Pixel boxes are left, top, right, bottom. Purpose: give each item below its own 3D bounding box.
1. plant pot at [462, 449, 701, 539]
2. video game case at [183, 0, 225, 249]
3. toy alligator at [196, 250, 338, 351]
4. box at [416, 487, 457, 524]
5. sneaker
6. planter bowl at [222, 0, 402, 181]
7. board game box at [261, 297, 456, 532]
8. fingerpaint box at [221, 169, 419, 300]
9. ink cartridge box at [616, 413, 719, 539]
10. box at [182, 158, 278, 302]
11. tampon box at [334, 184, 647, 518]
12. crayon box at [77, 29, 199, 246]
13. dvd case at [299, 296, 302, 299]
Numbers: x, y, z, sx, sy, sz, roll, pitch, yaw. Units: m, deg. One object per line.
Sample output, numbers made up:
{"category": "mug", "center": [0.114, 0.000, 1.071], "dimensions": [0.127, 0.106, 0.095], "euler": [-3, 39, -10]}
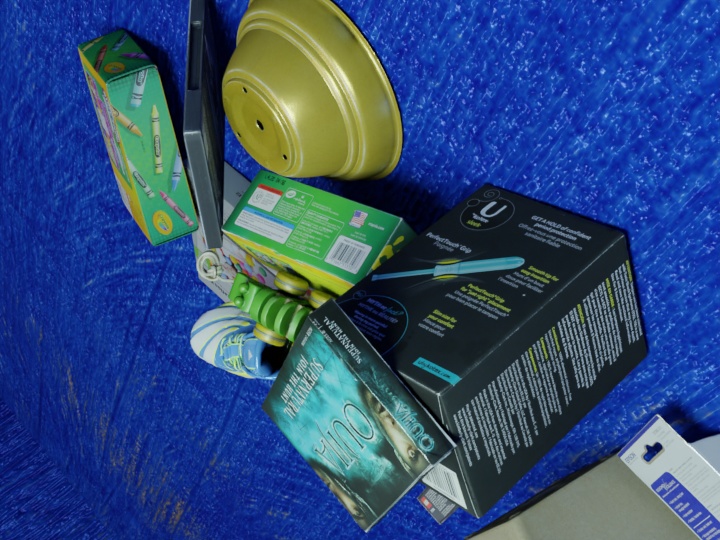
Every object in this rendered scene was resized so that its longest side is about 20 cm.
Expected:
{"category": "plant pot", "center": [0.197, 0.272, 1.115], "dimensions": [0.178, 0.199, 0.200], "euler": [60, 155, 9]}
{"category": "video game case", "center": [-0.142, -0.142, 1.191], "dimensions": [0.144, 0.019, 0.201], "euler": [86, 179, -48]}
{"category": "toy alligator", "center": [-0.080, 0.029, 1.115], "dimensions": [0.199, 0.060, 0.054], "euler": [27, -172, 27]}
{"category": "box", "center": [0.122, 0.156, 1.167], "dimensions": [0.035, 0.110, 0.200], "euler": [46, 154, 11]}
{"category": "sneaker", "center": [-0.095, 0.064, 1.202], "dimensions": [0.198, 0.105, 0.077], "euler": [1, 86, 30]}
{"category": "planter bowl", "center": [-0.061, -0.144, 1.126], "dimensions": [0.200, 0.083, 0.201], "euler": [39, 151, 26]}
{"category": "board game box", "center": [-0.008, 0.115, 0.965], "dimensions": [0.135, 0.028, 0.200], "euler": [49, 155, 10]}
{"category": "fingerpaint box", "center": [0.000, 0.000, 1.154], "dimensions": [0.199, 0.074, 0.167], "euler": [22, 165, 47]}
{"category": "ink cartridge box", "center": [0.296, 0.192, 1.013], "dimensions": [0.200, 0.037, 0.095], "euler": [44, 154, 13]}
{"category": "box", "center": [-0.128, -0.020, 1.438], "dimensions": [0.156, 0.041, 0.201], "euler": [40, 152, 26]}
{"category": "tampon box", "center": [0.093, 0.054, 0.984], "dimensions": [0.149, 0.200, 0.127], "euler": [25, 144, 45]}
{"category": "crayon box", "center": [-0.239, -0.142, 1.393], "dimensions": [0.119, 0.058, 0.201], "euler": [47, 153, 52]}
{"category": "dvd case", "center": [0.001, 0.104, 1.316], "dimensions": [0.150, 0.025, 0.200], "euler": [40, 173, 25]}
